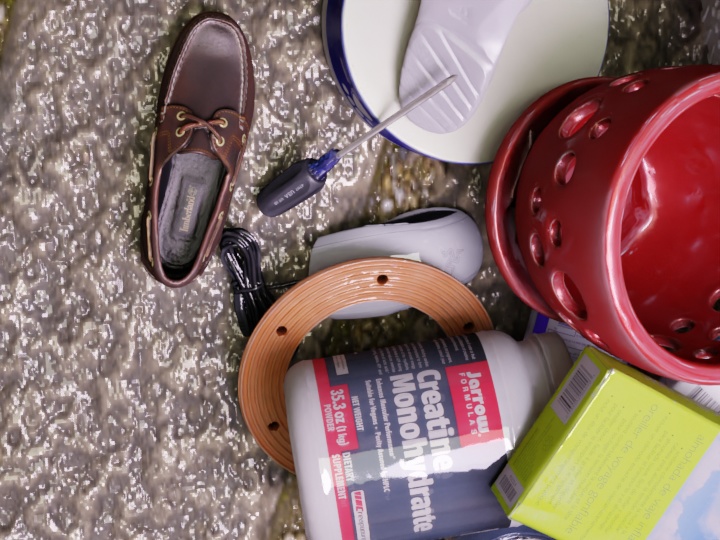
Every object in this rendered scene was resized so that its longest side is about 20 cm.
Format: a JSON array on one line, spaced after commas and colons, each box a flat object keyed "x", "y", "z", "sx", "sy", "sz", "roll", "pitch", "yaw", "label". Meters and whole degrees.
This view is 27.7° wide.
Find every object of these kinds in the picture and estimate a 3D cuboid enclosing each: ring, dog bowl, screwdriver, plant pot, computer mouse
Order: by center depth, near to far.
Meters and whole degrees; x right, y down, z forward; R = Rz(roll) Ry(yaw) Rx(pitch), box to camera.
[{"x": 0.194, "y": -0.041, "z": 0.977, "sx": 0.200, "sy": 0.182, "sz": 0.201, "roll": -6, "pitch": 105, "yaw": -26, "label": "plant pot"}, {"x": -0.006, "y": -0.092, "z": 1.030, "sx": 0.200, "sy": 0.028, "sz": 0.029, "roll": -37, "pitch": 78, "yaw": 37, "label": "screwdriver"}, {"x": 0.076, "y": -0.178, "z": 1.059, "sx": 0.199, "sy": 0.079, "sz": 0.201, "roll": -2, "pitch": 101, "yaw": -10, "label": "dog bowl"}, {"x": 0.000, "y": 0.000, "z": 1.097, "sx": 0.199, "sy": 0.044, "sz": 0.110, "roll": -14, "pitch": 102, "yaw": -7, "label": "computer mouse"}, {"x": 0.006, "y": 0.077, "z": 1.101, "sx": 0.200, "sy": 0.019, "sz": 0.201, "roll": -6, "pitch": 119, "yaw": -11, "label": "ring"}]

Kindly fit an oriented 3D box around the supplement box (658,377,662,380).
[{"x": 0.245, "y": 0.180, "z": 1.160, "sx": 0.200, "sy": 0.074, "sz": 0.126, "roll": -46, "pitch": 105, "yaw": -1, "label": "supplement box"}]

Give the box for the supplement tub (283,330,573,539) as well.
[{"x": 0.051, "y": 0.119, "z": 1.034, "sx": 0.199, "sy": 0.140, "sz": 0.141, "roll": -9, "pitch": 102, "yaw": -3, "label": "supplement tub"}]

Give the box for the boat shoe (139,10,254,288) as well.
[{"x": -0.115, "y": -0.085, "z": 1.047, "sx": 0.070, "sy": 0.070, "sz": 0.201, "roll": 7, "pitch": 98, "yaw": -8, "label": "boat shoe"}]

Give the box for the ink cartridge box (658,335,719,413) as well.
[{"x": 0.304, "y": 0.097, "z": 1.048, "sx": 0.145, "sy": 0.087, "sz": 0.200, "roll": 44, "pitch": 103, "yaw": 5, "label": "ink cartridge box"}]

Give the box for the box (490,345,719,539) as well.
[{"x": 0.202, "y": 0.145, "z": 0.973, "sx": 0.200, "sy": 0.048, "sz": 0.122, "roll": 28, "pitch": 103, "yaw": -22, "label": "box"}]

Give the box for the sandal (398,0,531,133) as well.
[{"x": 0.079, "y": -0.194, "z": 0.991, "sx": 0.079, "sy": 0.059, "sz": 0.207, "roll": 25, "pitch": 117, "yaw": 2, "label": "sandal"}]

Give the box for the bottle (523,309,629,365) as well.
[{"x": 0.162, "y": 0.081, "z": 1.131, "sx": 0.083, "sy": 0.065, "sz": 0.201, "roll": 13, "pitch": 98, "yaw": -7, "label": "bottle"}]

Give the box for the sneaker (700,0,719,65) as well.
[{"x": 0.288, "y": -0.197, "z": 1.042, "sx": 0.080, "sy": 0.201, "sz": 0.077, "roll": 6, "pitch": 144, "yaw": -4, "label": "sneaker"}]

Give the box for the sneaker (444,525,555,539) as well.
[{"x": 0.126, "y": 0.211, "z": 1.055, "sx": 0.080, "sy": 0.200, "sz": 0.147, "roll": 15, "pitch": 66, "yaw": -32, "label": "sneaker"}]
